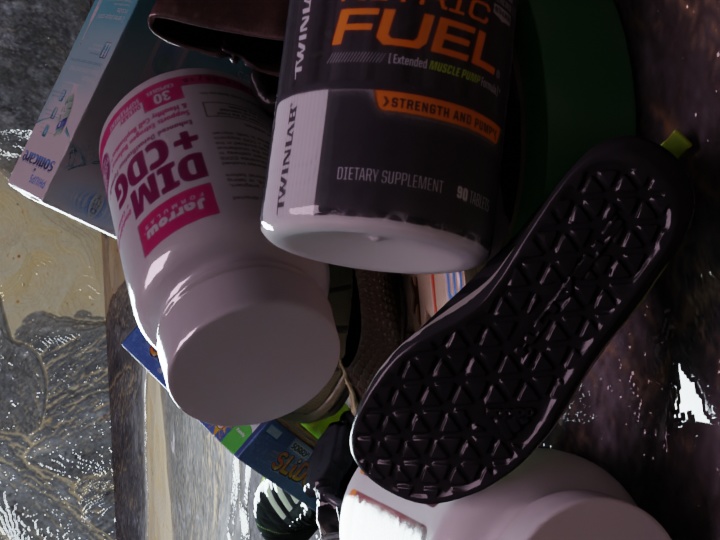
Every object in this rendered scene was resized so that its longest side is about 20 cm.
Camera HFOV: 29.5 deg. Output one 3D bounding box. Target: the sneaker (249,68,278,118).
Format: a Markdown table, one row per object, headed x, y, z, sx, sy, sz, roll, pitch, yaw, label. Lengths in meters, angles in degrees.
| x | y | z | sx | sy | sz | roll | pitch | yaw | label |
| --- | --- | --- | --- | --- | --- | --- | --- | --- | --- |
| 0.003 | -0.158 | 0.794 | 0.074 | 0.087 | 0.200 | 46 | 114 | 20 | sneaker |

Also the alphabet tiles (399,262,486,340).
| x | y | z | sx | sy | sz | roll | pitch | yaw | label |
| --- | --- | --- | --- | --- | --- | --- | --- | --- | --- |
| 0.034 | -0.016 | 0.757 | 0.200 | 0.015 | 0.196 | 161 | 105 | -77 | alphabet tiles |

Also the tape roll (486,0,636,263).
| x | y | z | sx | sy | sz | roll | pitch | yaw | label |
| --- | --- | --- | --- | --- | --- | --- | --- | --- | --- |
| 0.078 | -0.068 | 0.718 | 0.200 | 0.048 | 0.201 | 179 | 90 | -73 | tape roll |

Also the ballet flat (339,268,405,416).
| x | y | z | sx | sy | sz | roll | pitch | yaw | label |
| --- | --- | --- | --- | --- | --- | --- | --- | --- | --- |
| 0.000 | 0.000 | 0.773 | 0.067 | 0.046 | 0.201 | -116 | 25 | -62 | ballet flat |

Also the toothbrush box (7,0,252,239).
| x | y | z | sx | sy | sz | roll | pitch | yaw | label |
| --- | --- | --- | --- | --- | --- | --- | --- | --- | --- |
| -0.126 | -0.112 | 0.937 | 0.085 | 0.146 | 0.200 | 23 | 86 | 58 | toothbrush box |

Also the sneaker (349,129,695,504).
| x | y | z | sx | sy | sz | roll | pitch | yaw | label |
| --- | --- | --- | --- | --- | --- | --- | --- | --- | --- |
| 0.078 | 0.023 | 0.599 | 0.200 | 0.072 | 0.083 | -47 | -5 | 16 | sneaker |

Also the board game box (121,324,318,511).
| x | y | z | sx | sy | sz | roll | pitch | yaw | label |
| --- | --- | --- | --- | --- | --- | --- | --- | --- | --- |
| -0.065 | 0.112 | 0.940 | 0.135 | 0.034 | 0.200 | 38 | 175 | 36 | board game box |

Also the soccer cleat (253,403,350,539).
| x | y | z | sx | sy | sz | roll | pitch | yaw | label |
| --- | --- | --- | --- | --- | --- | --- | --- | --- | --- |
| -0.041 | 0.183 | 1.111 | 0.081 | 0.067 | 0.200 | 60 | 149 | 34 | soccer cleat |

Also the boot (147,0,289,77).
| x | y | z | sx | sy | sz | roll | pitch | yaw | label |
| --- | --- | --- | --- | --- | --- | --- | --- | --- | --- |
| -0.079 | -0.191 | 0.725 | 0.072 | 0.199 | 0.167 | 95 | -164 | -54 | boot |

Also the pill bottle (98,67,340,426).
| x | y | z | sx | sy | sz | roll | pitch | yaw | label |
| --- | --- | --- | --- | --- | --- | --- | --- | --- | --- |
| -0.082 | -0.016 | 0.786 | 0.200 | 0.113 | 0.114 | -112 | 27 | -43 | pill bottle |

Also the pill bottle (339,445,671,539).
| x | y | z | sx | sy | sz | roll | pitch | yaw | label |
| --- | --- | --- | --- | --- | --- | --- | --- | --- | --- |
| 0.068 | 0.137 | 0.656 | 0.200 | 0.113 | 0.113 | 179 | 90 | -73 | pill bottle |

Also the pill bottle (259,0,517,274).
| x | y | z | sx | sy | sz | roll | pitch | yaw | label |
| --- | --- | --- | --- | --- | --- | --- | --- | --- | --- |
| 0.017 | -0.105 | 0.625 | 0.106 | 0.106 | 0.201 | 154 | 124 | -71 | pill bottle |

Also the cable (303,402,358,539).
| x | y | z | sx | sy | sz | roll | pitch | yaw | label |
| --- | --- | --- | --- | --- | --- | --- | --- | --- | --- |
| 0.023 | 0.162 | 0.846 | 0.164 | 0.051 | 0.200 | 62 | -172 | -11 | cable |

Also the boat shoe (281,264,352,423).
| x | y | z | sx | sy | sz | roll | pitch | yaw | label |
| --- | --- | --- | --- | --- | --- | --- | --- | --- | --- |
| -0.021 | 0.000 | 0.883 | 0.068 | 0.074 | 0.201 | 46 | -130 | -76 | boat shoe |
